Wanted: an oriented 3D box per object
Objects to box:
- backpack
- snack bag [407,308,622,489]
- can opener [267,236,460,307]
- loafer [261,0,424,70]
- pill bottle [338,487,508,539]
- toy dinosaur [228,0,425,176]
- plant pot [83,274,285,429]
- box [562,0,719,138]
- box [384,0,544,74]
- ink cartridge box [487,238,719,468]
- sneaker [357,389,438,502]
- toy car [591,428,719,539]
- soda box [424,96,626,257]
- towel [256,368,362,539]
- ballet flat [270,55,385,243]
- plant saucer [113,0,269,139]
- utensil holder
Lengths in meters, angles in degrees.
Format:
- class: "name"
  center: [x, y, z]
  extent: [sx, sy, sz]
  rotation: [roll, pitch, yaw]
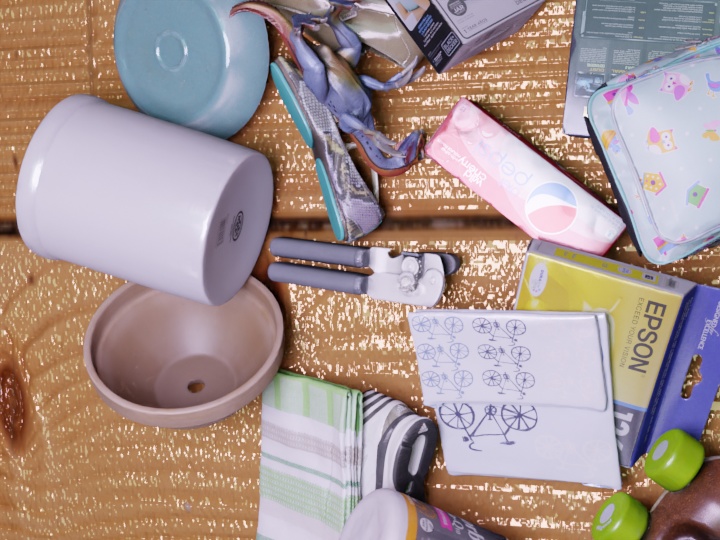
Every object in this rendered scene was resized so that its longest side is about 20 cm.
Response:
- class: "backpack"
  center: [0.308, -0.111, 0.970]
  extent: [0.199, 0.153, 0.176]
  rotation: [-21, 87, 8]
- class: "snack bag"
  center: [0.148, 0.125, 1.093]
  extent: [0.188, 0.021, 0.201]
  rotation: [0, 118, 23]
- class: "can opener"
  center: [0.000, 0.000, 1.162]
  extent: [0.199, 0.066, 0.053]
  rotation: [7, 96, 23]
- class: "loafer"
  center: [-0.021, -0.244, 1.136]
  extent: [0.199, 0.076, 0.068]
  rotation: [14, 91, 14]
- class: "pill bottle"
  center: [0.082, 0.294, 1.093]
  extent: [0.200, 0.116, 0.117]
  rotation: [26, 102, -20]
- class: "toy dinosaur"
  center: [-0.007, -0.176, 1.111]
  extent: [0.200, 0.105, 0.182]
  rotation: [25, 143, 37]
- class: "plant pot"
  center: [-0.175, 0.093, 1.175]
  extent: [0.200, 0.201, 0.093]
  rotation: [13, 138, 14]
- class: "box"
  center: [0.294, -0.194, 1.065]
  extent: [0.199, 0.051, 0.158]
  rotation: [6, 96, 14]
- class: "box"
  center: [0.068, -0.300, 1.086]
  extent: [0.116, 0.060, 0.200]
  rotation: [-33, 85, -28]
- class: "ink cartridge box"
  center: [0.234, 0.087, 1.073]
  extent: [0.199, 0.047, 0.198]
  rotation: [17, 120, 16]
- class: "sneaker"
  center: [0.007, 0.211, 1.179]
  extent: [0.115, 0.076, 0.201]
  rotation: [33, 118, 38]
- class: "toy car"
  center: [0.314, 0.261, 0.999]
  extent: [0.164, 0.200, 0.158]
  rotation: [35, 103, -5]
- class: "soda box"
  center: [0.160, -0.081, 1.105]
  extent: [0.200, 0.063, 0.070]
  rotation: [39, 103, 9]
- class: "towel"
  center: [-0.058, 0.207, 1.169]
  extent: [0.149, 0.031, 0.201]
  rotation: [8, 100, 44]
- class: "ballet flat"
  center: [-0.026, -0.129, 1.160]
  extent: [0.072, 0.072, 0.201]
  rotation: [-23, 88, 16]
- class: "plant saucer"
  center: [-0.185, -0.226, 1.173]
  extent: [0.199, 0.036, 0.201]
  rotation: [9, 109, 29]
- class: "utensil holder"
  center: [-0.209, -0.068, 1.145]
  extent: [0.199, 0.170, 0.171]
  rotation: [17, 98, 14]
